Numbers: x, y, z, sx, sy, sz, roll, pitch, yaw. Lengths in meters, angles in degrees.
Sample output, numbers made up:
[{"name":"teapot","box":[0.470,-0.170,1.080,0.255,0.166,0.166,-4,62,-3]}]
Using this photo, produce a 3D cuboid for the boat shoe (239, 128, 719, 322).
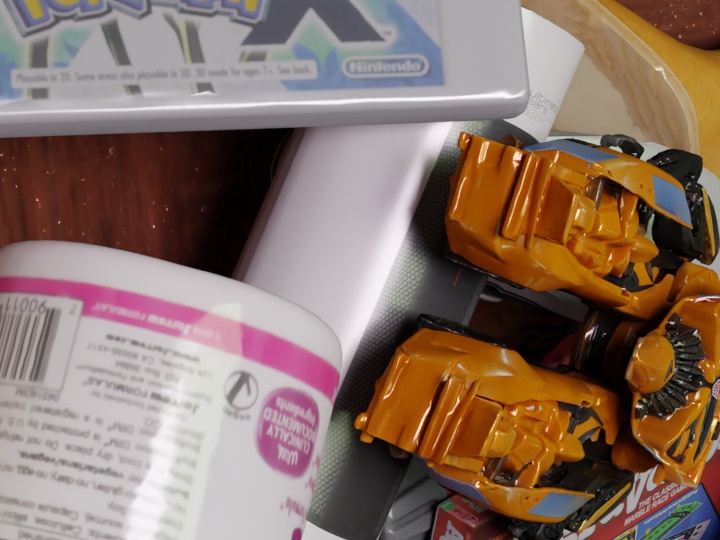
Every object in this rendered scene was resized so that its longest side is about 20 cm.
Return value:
[{"name":"boat shoe","box":[0.053,-0.023,1.040,0.199,0.064,0.071,14,90,-27]}]

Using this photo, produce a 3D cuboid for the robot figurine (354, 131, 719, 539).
[{"name":"robot figurine","box":[0.073,0.024,0.932,0.200,0.058,0.146,17,94,-60]}]

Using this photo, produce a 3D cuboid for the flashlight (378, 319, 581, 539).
[{"name":"flashlight","box":[0.055,0.049,1.056,0.200,0.068,0.068,-28,85,-39]}]

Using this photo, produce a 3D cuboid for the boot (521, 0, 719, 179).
[{"name":"boot","box":[0.145,-0.071,1.150,0.201,0.071,0.144,45,43,-14]}]

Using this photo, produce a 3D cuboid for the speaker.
[{"name":"speaker","box":[0.000,0.000,0.938,0.081,0.081,0.201,25,87,-37]}]

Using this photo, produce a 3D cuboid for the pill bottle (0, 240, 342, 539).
[{"name":"pill bottle","box":[-0.080,0.102,0.835,0.113,0.113,0.201,23,75,-37]}]

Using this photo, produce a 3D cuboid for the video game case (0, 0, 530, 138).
[{"name":"video game case","box":[-0.053,-0.132,0.889,0.199,0.022,0.183,-3,74,-9]}]

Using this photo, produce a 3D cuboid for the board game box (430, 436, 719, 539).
[{"name":"board game box","box":[0.090,0.097,1.069,0.200,0.019,0.103,-25,133,-44]}]
